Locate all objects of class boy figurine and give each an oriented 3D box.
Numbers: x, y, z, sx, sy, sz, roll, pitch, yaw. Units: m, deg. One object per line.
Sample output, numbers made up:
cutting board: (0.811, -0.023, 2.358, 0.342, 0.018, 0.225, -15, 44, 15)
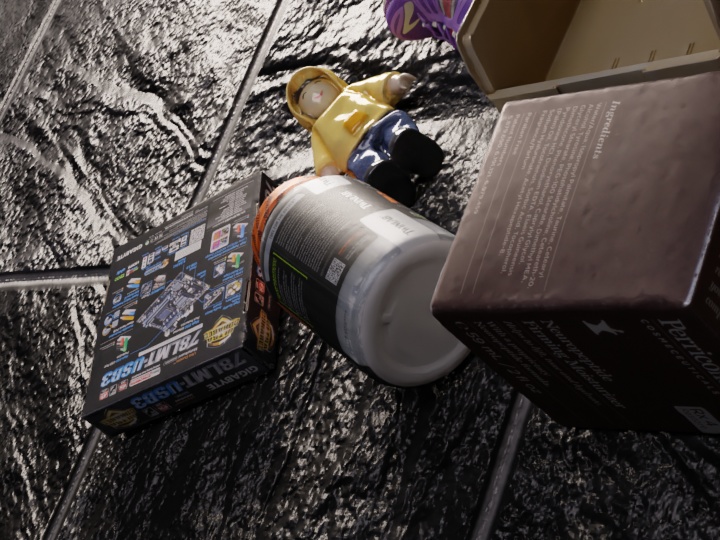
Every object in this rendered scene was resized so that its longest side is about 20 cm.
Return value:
boy figurine: (0.000, -0.129, 1.357, 0.125, 0.064, 0.200, -50, 40, 6)

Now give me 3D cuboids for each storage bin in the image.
storage bin: (0.192, -0.203, 1.065, 0.199, 0.094, 0.199, -5, 47, 42)

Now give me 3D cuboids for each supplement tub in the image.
supplement tub: (0.000, 0.000, 1.197, 0.123, 0.122, 0.200, -53, 37, -2)

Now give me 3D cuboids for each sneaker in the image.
sneaker: (0.088, -0.219, 1.331, 0.199, 0.080, 0.084, 2, 74, 51)

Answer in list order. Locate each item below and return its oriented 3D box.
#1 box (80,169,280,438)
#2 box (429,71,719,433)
box: (-0.157, 0.031, 1.400, 0.199, 0.050, 0.200, -25, 44, 30)
box: (0.184, -0.006, 0.970, 0.199, 0.166, 0.165, -3, 57, 46)
